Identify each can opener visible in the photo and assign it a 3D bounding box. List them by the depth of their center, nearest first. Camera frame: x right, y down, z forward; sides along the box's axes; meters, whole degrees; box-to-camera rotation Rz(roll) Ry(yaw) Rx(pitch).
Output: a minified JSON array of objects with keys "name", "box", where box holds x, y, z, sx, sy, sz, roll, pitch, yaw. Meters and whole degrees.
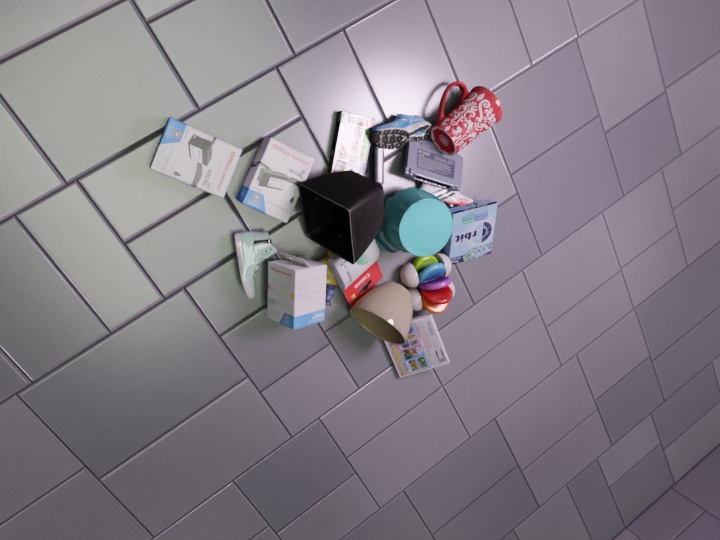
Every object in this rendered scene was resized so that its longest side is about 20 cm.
[{"name":"can opener","box":[0.035,-0.279,1.661,0.067,0.053,0.201,-6,104,-22]}]

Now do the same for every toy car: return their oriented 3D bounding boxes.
[{"name":"toy car","box":[0.236,0.047,1.771,0.175,0.150,0.201,-17,109,-17]}]

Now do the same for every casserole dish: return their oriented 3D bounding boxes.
[{"name":"casserole dish","box":[0.131,-0.145,1.743,0.121,0.039,0.200,42,87,-25]}]

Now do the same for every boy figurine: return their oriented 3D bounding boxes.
[{"name":"boy figurine","box":[-0.101,0.005,1.672,0.124,0.064,0.200,14,97,-26]}]

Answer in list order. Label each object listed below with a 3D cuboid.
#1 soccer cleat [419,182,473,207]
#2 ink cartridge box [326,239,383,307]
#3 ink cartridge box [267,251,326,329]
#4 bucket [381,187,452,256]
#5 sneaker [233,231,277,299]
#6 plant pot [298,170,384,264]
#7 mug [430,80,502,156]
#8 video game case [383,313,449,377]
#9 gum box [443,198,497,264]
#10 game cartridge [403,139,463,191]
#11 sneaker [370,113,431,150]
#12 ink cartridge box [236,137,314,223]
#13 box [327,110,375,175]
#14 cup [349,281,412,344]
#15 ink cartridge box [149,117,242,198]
[{"name":"soccer cleat","box":[0.283,-0.254,1.762,0.199,0.069,0.085,6,105,-19]},{"name":"ink cartridge box","box":[0.000,0.000,1.678,0.161,0.050,0.200,-42,127,-22]},{"name":"ink cartridge box","box":[-0.185,0.049,1.589,0.125,0.128,0.201,-12,112,-46]},{"name":"bucket","box":[0.174,-0.144,1.659,0.207,0.135,0.208,-6,110,-18]},{"name":"sneaker","box":[-0.295,-0.017,1.578,0.118,0.074,0.201,-9,104,-13]},{"name":"plant pot","box":[-0.038,-0.176,1.564,0.177,0.199,0.200,-40,144,-30]},{"name":"mug","box":[0.308,-0.470,1.684,0.200,0.133,0.177,-42,72,-14]},{"name":"video game case","box":[0.184,0.256,1.833,0.182,0.024,0.200,-19,112,11]},{"name":"gum box","box":[0.363,-0.128,1.804,0.170,0.045,0.200,-16,128,-18]},{"name":"game cartridge","box":[0.230,-0.335,1.706,0.200,0.042,0.134,14,67,-20]},{"name":"sneaker","box":[0.113,-0.428,1.645,0.200,0.090,0.078,-16,147,-27]},{"name":"ink cartridge box","box":[-0.240,-0.257,1.537,0.144,0.084,0.200,23,93,-26]},{"name":"box","box":[-0.029,-0.364,1.623,0.110,0.035,0.201,7,100,-24]},{"name":"cup","box":[0.087,0.120,1.723,0.200,0.200,0.143,43,67,-25]},{"name":"ink cartridge box","box":[-0.438,-0.298,1.446,0.200,0.084,0.145,21,94,-25]}]
